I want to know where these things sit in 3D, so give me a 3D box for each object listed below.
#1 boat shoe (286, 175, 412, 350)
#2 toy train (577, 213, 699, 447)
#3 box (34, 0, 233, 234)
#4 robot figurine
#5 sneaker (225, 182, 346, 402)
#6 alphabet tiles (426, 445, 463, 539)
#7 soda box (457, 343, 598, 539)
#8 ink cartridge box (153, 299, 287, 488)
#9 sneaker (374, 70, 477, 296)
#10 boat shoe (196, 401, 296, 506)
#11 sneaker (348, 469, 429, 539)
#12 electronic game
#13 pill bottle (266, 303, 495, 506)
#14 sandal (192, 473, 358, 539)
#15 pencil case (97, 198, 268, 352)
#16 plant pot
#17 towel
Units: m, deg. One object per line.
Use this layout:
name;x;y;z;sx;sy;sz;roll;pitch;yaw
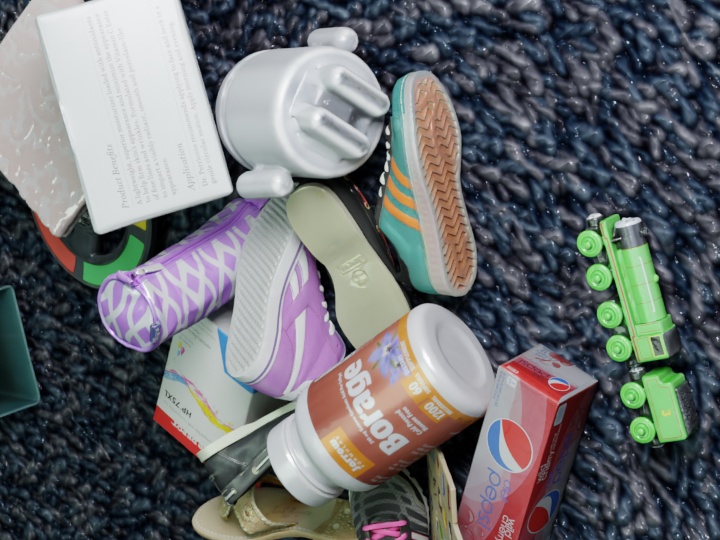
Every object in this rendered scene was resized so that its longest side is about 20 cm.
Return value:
boat shoe;0.002;-0.001;1.664;0.073;0.063;0.202;-21;106;27
toy train;0.228;0.048;1.487;0.056;0.042;0.201;-11;98;35
box;-0.206;-0.153;1.682;0.200;0.130;0.200;-131;26;-81
robot figurine;-0.056;-0.138;1.607;0.113;0.170;0.200;35;167;-28
sneaker;-0.058;0.026;1.712;0.072;0.114;0.202;-7;63;48
alphabet tiles;0.077;0.243;1.633;0.200;0.006;0.168;-108;14;-71
soda box;0.141;0.169;1.599;0.070;0.063;0.201;32;125;30
ink cartridge box;-0.138;0.127;1.839;0.116;0.067;0.201;36;129;27
sneaker;0.043;-0.073;1.587;0.080;0.071;0.201;3;110;38
boat shoe;-0.058;0.157;1.740;0.199;0.072;0.068;-29;81;16
sneaker;0.031;0.274;1.708;0.073;0.088;0.201;-7;112;6
electronic game;-0.283;-0.076;1.911;0.199;0.042;0.201;18;118;37
pill bottle;0.015;0.126;1.627;0.200;0.112;0.113;-37;80;25
sandal;-0.081;0.226;1.802;0.210;0.078;0.070;4;130;29
pencil case;-0.161;0.001;1.720;0.084;0.200;0.086;18;124;30
plant pot;-0.495;0.099;2.115;0.199;0.141;0.142;3;109;50
towel;-0.305;-0.165;1.858;0.200;0.032;0.191;49;112;21
